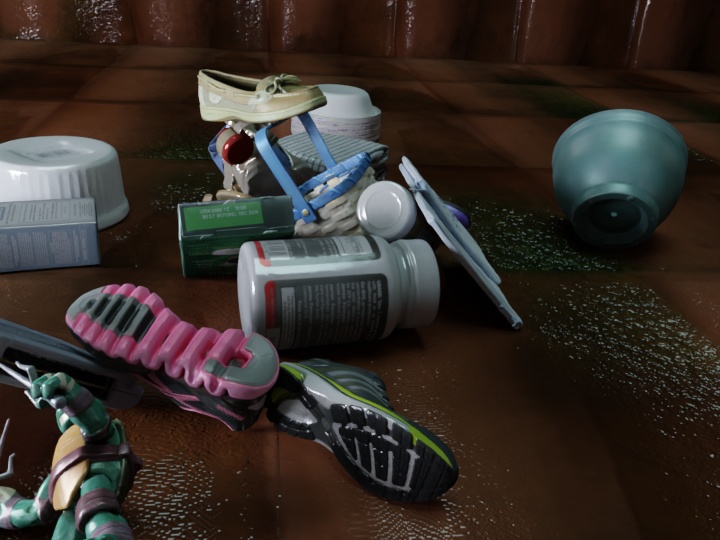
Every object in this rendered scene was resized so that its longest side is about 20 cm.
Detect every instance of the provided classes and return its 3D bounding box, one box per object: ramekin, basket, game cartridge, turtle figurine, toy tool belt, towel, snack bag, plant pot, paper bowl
[{"bbox_3d":[-0.445,-0.129,1.036,0.198,0.099,0.201,3,25,-2],"label":"ramekin"},{"bbox_3d":[-0.056,-0.111,0.930,0.138,0.201,0.176,-21,15,22],"label":"basket"},{"bbox_3d":[-0.288,0.065,0.586,0.132,0.041,0.200,22,-10,28],"label":"game cartridge"},{"bbox_3d":[-0.198,0.135,0.476,0.100,0.151,0.200,10,27,-32],"label":"turtle figurine"},{"bbox_3d":[-0.163,-0.167,1.029,0.123,0.125,0.200,47,4,31],"label":"toy tool belt"},{"bbox_3d":[-0.058,-0.174,1.217,0.164,0.086,0.200,15,25,20],"label":"towel"},{"bbox_3d":[0.119,-0.040,0.864,0.021,0.189,0.200,-37,24,11],"label":"snack bag"},{"bbox_3d":[0.381,-0.118,1.061,0.198,0.201,0.135,10,52,13],"label":"plant pot"},{"bbox_3d":[-0.053,-0.349,1.571,0.199,0.105,0.201,4,23,-2],"label":"paper bowl"}]

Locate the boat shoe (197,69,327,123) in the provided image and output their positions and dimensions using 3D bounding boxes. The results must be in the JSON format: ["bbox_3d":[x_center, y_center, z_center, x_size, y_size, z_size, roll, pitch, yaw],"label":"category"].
[{"bbox_3d":[-0.130,-0.226,0.898,0.199,0.064,0.073,10,28,38],"label":"boat shoe"}]

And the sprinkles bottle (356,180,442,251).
[{"bbox_3d":[0.056,-0.062,0.908,0.068,0.069,0.200,13,-1,19],"label":"sprinkles bottle"}]

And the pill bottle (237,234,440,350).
[{"bbox_3d":[-0.025,0.021,0.754,0.198,0.115,0.114,-4,25,-17],"label":"pill bottle"}]

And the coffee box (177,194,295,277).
[{"bbox_3d":[-0.146,-0.034,0.813,0.122,0.044,0.200,-6,-10,-12],"label":"coffee box"}]

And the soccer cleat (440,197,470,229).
[{"bbox_3d":[0.061,-0.071,1.046,0.198,0.069,0.074,11,49,5],"label":"soccer cleat"}]

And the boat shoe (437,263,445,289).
[{"bbox_3d":[0.000,0.000,0.855,0.198,0.071,0.070,1,26,-8],"label":"boat shoe"}]

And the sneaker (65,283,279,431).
[{"bbox_3d":[-0.167,0.083,0.619,0.199,0.096,0.079,22,44,12],"label":"sneaker"}]

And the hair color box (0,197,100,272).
[{"bbox_3d":[-0.438,-0.045,0.899,0.198,0.061,0.099,-5,26,-20],"label":"hair color box"}]

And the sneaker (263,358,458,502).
[{"bbox_3d":[0.004,0.120,0.599,0.199,0.075,0.081,26,29,36],"label":"sneaker"}]

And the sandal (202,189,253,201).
[{"bbox_3d":[-0.184,-0.065,0.992,0.077,0.070,0.211,21,-5,-25],"label":"sandal"}]
